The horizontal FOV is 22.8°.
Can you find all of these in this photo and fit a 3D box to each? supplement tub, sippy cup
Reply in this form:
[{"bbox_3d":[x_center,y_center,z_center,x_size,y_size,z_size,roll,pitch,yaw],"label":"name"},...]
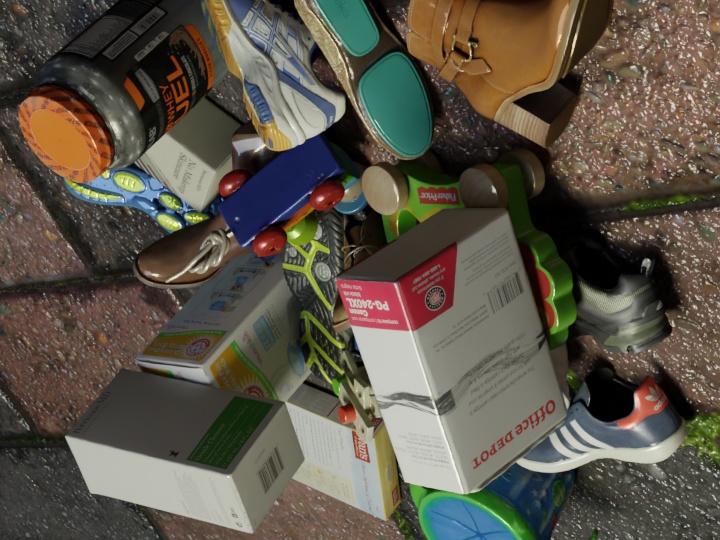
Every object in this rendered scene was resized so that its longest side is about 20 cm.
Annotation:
[{"bbox_3d":[-0.217,-0.177,1.666,0.122,0.200,0.123,26,142,22],"label":"supplement tub"},{"bbox_3d":[0.148,0.230,1.806,0.178,0.130,0.140,52,145,-14],"label":"sippy cup"}]

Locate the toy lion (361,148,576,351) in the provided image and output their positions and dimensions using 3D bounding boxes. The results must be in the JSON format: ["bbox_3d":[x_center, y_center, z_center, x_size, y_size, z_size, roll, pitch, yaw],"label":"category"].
[{"bbox_3d":[0.103,-0.009,1.597,0.200,0.069,0.192,5,112,47],"label":"toy lion"}]

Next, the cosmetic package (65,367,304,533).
[{"bbox_3d":[-0.169,0.172,1.723,0.200,0.108,0.085,9,134,29],"label":"cosmetic package"}]

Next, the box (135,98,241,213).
[{"bbox_3d":[-0.211,-0.154,1.797,0.200,0.068,0.082,37,145,8],"label":"box"}]

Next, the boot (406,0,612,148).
[{"bbox_3d":[0.112,-0.201,1.443,0.155,0.074,0.200,36,142,16],"label":"boot"}]

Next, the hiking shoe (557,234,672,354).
[{"bbox_3d":[0.187,0.011,1.607,0.200,0.076,0.101,7,115,37],"label":"hiking shoe"}]

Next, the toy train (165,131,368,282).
[{"bbox_3d":[-0.084,-0.046,1.683,0.200,0.116,0.085,-38,68,16],"label":"toy train"}]

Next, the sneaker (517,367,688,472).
[{"bbox_3d":[0.214,0.137,1.704,0.200,0.075,0.085,-13,114,41],"label":"sneaker"}]

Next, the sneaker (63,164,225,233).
[{"bbox_3d":[-0.210,-0.088,1.869,0.199,0.083,0.071,20,117,8],"label":"sneaker"}]

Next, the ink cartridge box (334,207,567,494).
[{"bbox_3d":[0.080,0.067,1.513,0.083,0.145,0.200,3,117,47],"label":"ink cartridge box"}]

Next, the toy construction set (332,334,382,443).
[{"bbox_3d":[0.051,0.114,1.745,0.092,0.200,0.131,-50,55,46],"label":"toy construction set"}]

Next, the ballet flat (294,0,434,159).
[{"bbox_3d":[0.003,-0.189,1.578,0.200,0.070,0.065,62,167,-22],"label":"ballet flat"}]

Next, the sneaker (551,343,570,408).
[{"bbox_3d":[0.106,0.069,1.688,0.200,0.100,0.078,23,140,-10],"label":"sneaker"}]

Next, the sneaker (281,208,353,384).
[{"bbox_3d":[-0.026,0.012,1.799,0.075,0.076,0.200,17,124,34],"label":"sneaker"}]

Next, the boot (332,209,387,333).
[{"bbox_3d":[0.000,0.000,1.669,0.073,0.200,0.076,-21,104,15],"label":"boot"}]

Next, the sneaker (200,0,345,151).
[{"bbox_3d":[-0.081,-0.207,1.620,0.075,0.088,0.200,116,130,-77],"label":"sneaker"}]

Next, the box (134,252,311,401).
[{"bbox_3d":[-0.117,0.072,1.832,0.101,0.200,0.113,4,130,41],"label":"box"}]

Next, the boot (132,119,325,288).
[{"bbox_3d":[-0.127,-0.074,1.724,0.064,0.186,0.200,59,155,25],"label":"boot"}]

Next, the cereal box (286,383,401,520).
[{"bbox_3d":[-0.050,0.193,2.034,0.200,0.040,0.144,21,140,27],"label":"cereal box"}]
